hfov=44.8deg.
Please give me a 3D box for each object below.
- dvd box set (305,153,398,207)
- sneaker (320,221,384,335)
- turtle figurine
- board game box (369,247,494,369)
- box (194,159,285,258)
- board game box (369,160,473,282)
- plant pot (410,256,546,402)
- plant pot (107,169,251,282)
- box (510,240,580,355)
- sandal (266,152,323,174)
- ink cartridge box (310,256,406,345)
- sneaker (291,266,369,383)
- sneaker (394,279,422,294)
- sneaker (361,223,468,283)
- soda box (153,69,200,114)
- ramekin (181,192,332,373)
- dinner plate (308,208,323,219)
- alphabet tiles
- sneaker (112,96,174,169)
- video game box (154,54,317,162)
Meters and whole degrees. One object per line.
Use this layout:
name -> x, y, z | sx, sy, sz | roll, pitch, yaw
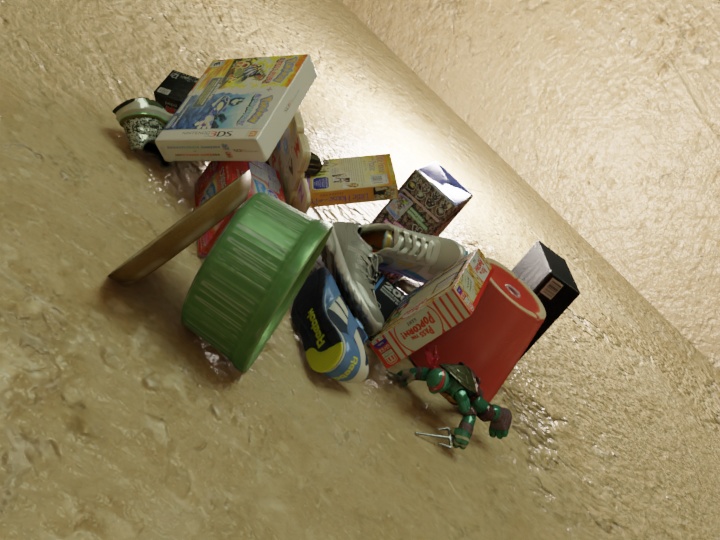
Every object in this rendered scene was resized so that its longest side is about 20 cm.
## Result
dvd box set -> -0.040, -0.151, 1.474 | 0.197, 0.030, 0.147 | -6, 29, -1
sneaker -> 0.000, 0.000, 1.262 | 0.081, 0.075, 0.202 | -14, 58, -14
turtle figurine -> 0.131, 0.181, 1.244 | 0.199, 0.101, 0.150 | 27, 23, -45
board game box -> 0.106, 0.050, 1.260 | 0.047, 0.151, 0.200 | 53, 25, -4
box -> -0.171, -0.087, 1.258 | 0.102, 0.095, 0.201 | 28, 24, -29
board game box -> 0.088, -0.082, 1.546 | 0.097, 0.200, 0.159 | 42, 21, 5
plant pot -> 0.190, 0.090, 1.408 | 0.199, 0.178, 0.201 | 34, 22, -16
plant pot -> -0.199, -0.045, 0.994 | 0.028, 0.199, 0.200 | 54, 18, -10
box -> 0.303, 0.064, 1.620 | 0.078, 0.201, 0.142 | 32, 22, -16
sandal -> -0.163, -0.179, 1.467 | 0.197, 0.055, 0.082 | 6, 33, -9
ink cartridge box -> -0.004, 0.020, 1.383 | 0.198, 0.044, 0.200 | 40, 25, 1
sneaker -> -0.039, 0.078, 1.193 | 0.082, 0.074, 0.201 | 32, 26, -34
sneaker -> 0.146, 0.047, 1.564 | 0.199, 0.076, 0.071 | 26, 24, -35
sneaker -> 0.075, -0.031, 1.408 | 0.197, 0.078, 0.081 | 7, -17, 24
soda box -> -0.230, -0.252, 1.406 | 0.198, 0.071, 0.064 | 21, 55, 15
ramekin -> -0.123, 0.008, 1.015 | 0.097, 0.201, 0.200 | 31, 21, 0
dinner plate -> -0.118, -0.103, 1.488 | 0.199, 0.024, 0.201 | 33, 21, -15
alphabet tiles -> -0.112, -0.139, 1.326 | 0.014, 0.201, 0.197 | 0, 52, -20
sneaker -> -0.294, -0.191, 1.334 | 0.199, 0.076, 0.090 | 13, 65, -56
video game box -> -0.181, -0.240, 1.288 | 0.047, 0.180, 0.201 | 69, 35, -44
